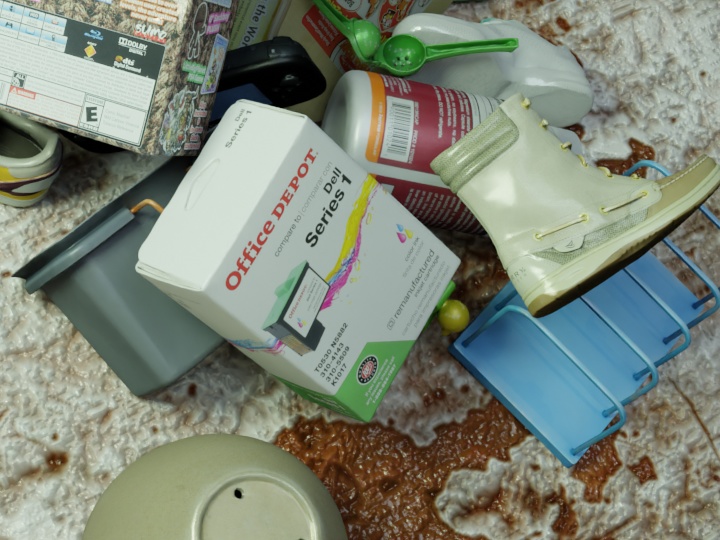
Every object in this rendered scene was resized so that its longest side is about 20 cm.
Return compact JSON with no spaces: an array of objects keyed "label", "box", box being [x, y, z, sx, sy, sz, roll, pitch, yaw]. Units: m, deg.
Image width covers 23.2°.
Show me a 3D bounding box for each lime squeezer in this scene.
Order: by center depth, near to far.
[{"label":"lime squeezer","box":[0.024,-0.181,1.376,0.199,0.071,0.038,13,74,-30]}]

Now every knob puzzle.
[{"label":"knob puzzle","box":[-0.015,-0.201,1.403,0.219,0.220,0.030,-35,58,-27]}]

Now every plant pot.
[{"label":"plant pot","box":[-0.090,0.201,1.236,0.199,0.134,0.202,6,68,-16]}]

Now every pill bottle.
[{"label":"pill bottle","box":[0.072,-0.089,1.415,0.199,0.113,0.114,10,67,-16]}]

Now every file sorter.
[{"label":"file sorter","box":[0.198,0.029,1.411,0.139,0.123,0.200,44,63,1]}]

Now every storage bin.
[{"label":"storage bin","box":[-0.132,-0.008,1.306,0.200,0.145,0.135,-40,97,-27]}]

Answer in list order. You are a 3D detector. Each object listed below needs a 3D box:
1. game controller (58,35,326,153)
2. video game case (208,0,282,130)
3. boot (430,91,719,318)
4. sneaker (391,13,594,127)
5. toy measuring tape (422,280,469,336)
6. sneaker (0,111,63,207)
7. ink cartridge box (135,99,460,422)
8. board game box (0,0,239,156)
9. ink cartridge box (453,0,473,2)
[{"label":"game controller","box":[-0.126,-0.128,1.324,0.199,0.104,0.042,-14,69,10]},{"label":"video game case","box":[-0.148,-0.216,1.356,0.181,0.201,0.023,23,22,-9]},{"label":"boot","box":[0.168,-0.075,1.336,0.199,0.072,0.155,-32,78,-20]},{"label":"sneaker","box":[0.106,-0.186,1.489,0.199,0.075,0.089,16,48,-32]},{"label":"toy measuring tape","box":[0.000,0.000,1.397,0.199,0.074,0.074,29,61,18]},{"label":"sneaker","box":[-0.316,-0.114,1.298,0.199,0.090,0.075,17,65,-13]},{"label":"ink cartridge box","box":[-0.041,-0.005,1.253,0.200,0.084,0.145,41,74,-40]},{"label":"board game box","box":[-0.173,-0.196,1.216,0.159,0.097,0.201,18,98,13]},{"label":"ink cartridge box","box":[0.045,-0.338,1.515,0.146,0.083,0.201,-6,72,-22]}]
